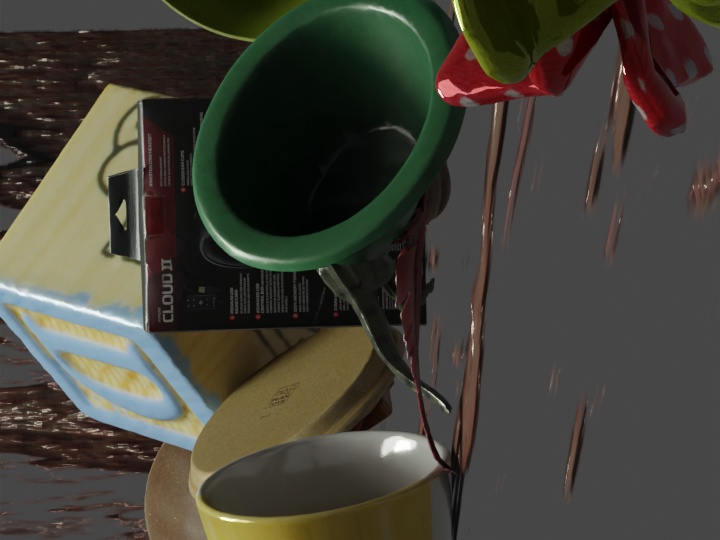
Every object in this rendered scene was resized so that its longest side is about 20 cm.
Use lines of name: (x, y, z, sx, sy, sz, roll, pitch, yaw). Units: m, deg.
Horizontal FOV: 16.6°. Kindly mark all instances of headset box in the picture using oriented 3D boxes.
headset box: (-0.061, -0.037, 1.575, 0.077, 0.199, 0.149, -150, 58, -85)

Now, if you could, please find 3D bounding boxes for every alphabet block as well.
alphabet block: (-0.136, 0.003, 1.886, 0.200, 0.195, 0.196, -58, -38, -22)

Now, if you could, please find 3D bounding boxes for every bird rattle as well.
bird rattle: (0.077, -0.114, 0.615, 0.200, 0.112, 0.163, -21, -59, -81)

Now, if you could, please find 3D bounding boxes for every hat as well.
hat: (0.015, -0.034, 1.390, 0.166, 0.200, 0.176, 32, 174, 40)

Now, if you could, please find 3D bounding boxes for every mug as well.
mug: (-0.024, 0.194, 1.435, 0.149, 0.186, 0.154, 6, 110, 46)

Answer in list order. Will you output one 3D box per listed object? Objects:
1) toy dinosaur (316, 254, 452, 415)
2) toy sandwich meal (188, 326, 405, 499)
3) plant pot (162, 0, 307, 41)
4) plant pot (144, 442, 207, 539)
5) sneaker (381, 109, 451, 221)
toy dinosaur: (0.000, 0.000, 1.468, 0.200, 0.047, 0.088, 56, -164, 4)
toy sandwich meal: (-0.036, 0.112, 1.744, 0.070, 0.205, 0.205, 53, -172, -18)
plant pot: (-0.063, -0.309, 1.883, 0.187, 0.187, 0.200, 93, -171, -49)
plant pot: (-0.056, 0.207, 1.933, 0.200, 0.187, 0.187, -145, 52, -68)
sneaker: (0.018, -0.098, 1.463, 0.200, 0.075, 0.071, 53, 141, 44)
